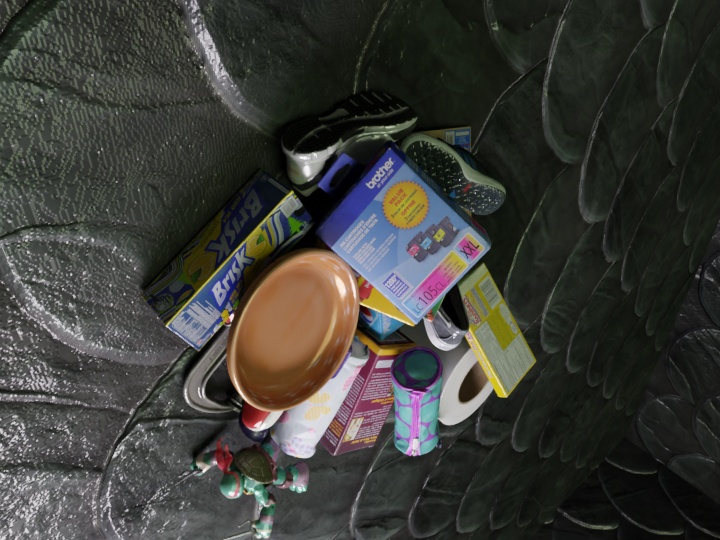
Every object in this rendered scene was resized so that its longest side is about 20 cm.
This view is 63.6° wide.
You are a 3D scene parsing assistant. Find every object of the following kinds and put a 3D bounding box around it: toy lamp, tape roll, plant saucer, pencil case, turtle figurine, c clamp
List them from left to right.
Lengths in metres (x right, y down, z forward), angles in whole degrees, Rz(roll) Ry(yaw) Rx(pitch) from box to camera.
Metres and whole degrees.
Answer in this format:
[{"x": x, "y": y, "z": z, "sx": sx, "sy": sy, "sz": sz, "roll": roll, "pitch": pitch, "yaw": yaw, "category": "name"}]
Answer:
[{"x": -0.156, "y": 0.298, "z": 0.823, "sx": 0.101, "sy": 0.150, "sz": 0.199, "roll": -46, "pitch": 160, "yaw": 15, "category": "turtle figurine"}, {"x": -0.146, "y": 0.124, "z": 0.805, "sx": 0.200, "sy": 0.027, "sz": 0.172, "roll": -47, "pitch": 142, "yaw": -12, "category": "c clamp"}, {"x": -0.081, "y": 0.068, "z": 0.697, "sx": 0.198, "sy": 0.037, "sz": 0.205, "roll": -24, "pitch": 124, "yaw": -41, "category": "plant saucer"}, {"x": -0.090, "y": 0.162, "z": 0.815, "sx": 0.200, "sy": 0.059, "sz": 0.058, "roll": -45, "pitch": 145, "yaw": 16, "category": "toy lamp"}, {"x": -0.064, "y": 0.184, "z": 0.887, "sx": 0.082, "sy": 0.091, "sz": 0.203, "roll": 27, "pitch": 102, "yaw": -8, "category": "pencil case"}, {"x": 0.092, "y": 0.218, "z": 0.946, "sx": 0.094, "sy": 0.083, "sz": 0.203, "roll": -82, "pitch": 170, "yaw": -47, "category": "pencil case"}, {"x": 0.167, "y": 0.163, "z": 1.086, "sx": 0.200, "sy": 0.138, "sz": 0.206, "roll": -27, "pitch": 135, "yaw": -31, "category": "tape roll"}]

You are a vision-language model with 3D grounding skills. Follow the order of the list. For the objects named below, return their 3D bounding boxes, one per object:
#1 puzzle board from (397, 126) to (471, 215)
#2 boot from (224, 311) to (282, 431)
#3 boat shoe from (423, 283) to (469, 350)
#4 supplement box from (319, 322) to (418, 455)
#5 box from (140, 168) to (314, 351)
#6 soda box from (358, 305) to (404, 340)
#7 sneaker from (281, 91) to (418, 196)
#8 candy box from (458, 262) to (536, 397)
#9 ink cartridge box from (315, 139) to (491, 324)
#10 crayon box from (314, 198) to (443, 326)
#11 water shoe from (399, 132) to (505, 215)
[{"x": 0.112, "y": -0.129, "z": 0.860, "sx": 0.198, "sy": 0.017, "sz": 0.155, "roll": -22, "pitch": 113, "yaw": -50, "category": "puzzle board"}, {"x": -0.140, "y": 0.101, "z": 0.733, "sx": 0.143, "sy": 0.072, "sz": 0.204, "roll": 19, "pitch": 90, "yaw": -48, "category": "boot"}, {"x": 0.111, "y": 0.014, "z": 0.868, "sx": 0.070, "sy": 0.204, "sz": 0.068, "roll": -1, "pitch": 149, "yaw": -24, "category": "boat shoe"}, {"x": 0.001, "y": 0.193, "z": 0.968, "sx": 0.109, "sy": 0.085, "sz": 0.204, "roll": 6, "pitch": 112, "yaw": -50, "category": "supplement box"}, {"x": -0.148, "y": -0.015, "z": 0.663, "sx": 0.200, "sy": 0.070, "sz": 0.065, "roll": -48, "pitch": 143, "yaw": -10, "category": "box"}, {"x": 0.082, "y": 0.025, "z": 0.949, "sx": 0.198, "sy": 0.067, "sz": 0.065, "roll": -31, "pitch": 136, "yaw": -29, "category": "soda box"}, {"x": -0.013, "y": -0.159, "z": 0.720, "sx": 0.197, "sy": 0.074, "sz": 0.081, "roll": -26, "pitch": 146, "yaw": -26, "category": "sneaker"}, {"x": 0.220, "y": 0.099, "z": 0.981, "sx": 0.102, "sy": 0.026, "sz": 0.203, "roll": -35, "pitch": 100, "yaw": -31, "category": "candy box"}, {"x": 0.039, "y": -0.057, "z": 0.698, "sx": 0.137, "sy": 0.199, "sz": 0.077, "roll": -47, "pitch": -170, "yaw": 15, "category": "ink cartridge box"}, {"x": 0.036, "y": -0.013, "z": 0.778, "sx": 0.196, "sy": 0.051, "sz": 0.129, "roll": 22, "pitch": 108, "yaw": -6, "category": "crayon box"}, {"x": 0.120, "y": -0.142, "z": 0.814, "sx": 0.198, "sy": 0.080, "sz": 0.071, "roll": 25, "pitch": 123, "yaw": -36, "category": "water shoe"}]
